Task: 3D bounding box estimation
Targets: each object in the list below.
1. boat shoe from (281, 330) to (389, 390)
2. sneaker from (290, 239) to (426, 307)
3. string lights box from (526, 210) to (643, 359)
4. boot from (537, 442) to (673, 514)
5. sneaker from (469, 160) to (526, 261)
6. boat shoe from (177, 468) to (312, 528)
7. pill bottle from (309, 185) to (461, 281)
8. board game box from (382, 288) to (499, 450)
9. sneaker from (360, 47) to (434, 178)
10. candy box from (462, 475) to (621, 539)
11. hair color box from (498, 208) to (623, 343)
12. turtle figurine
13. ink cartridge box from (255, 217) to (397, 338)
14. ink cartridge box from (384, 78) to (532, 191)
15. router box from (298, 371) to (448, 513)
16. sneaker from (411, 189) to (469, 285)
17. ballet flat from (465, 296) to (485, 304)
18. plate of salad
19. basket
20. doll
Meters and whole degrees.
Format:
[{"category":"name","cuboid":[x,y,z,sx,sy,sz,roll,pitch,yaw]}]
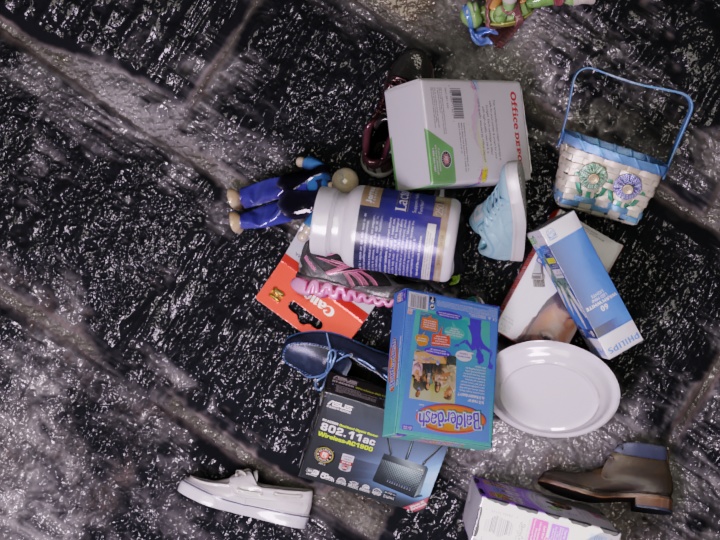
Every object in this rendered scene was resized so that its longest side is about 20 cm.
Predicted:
[{"category":"boat shoe","cuboid":[-0.020,0.139,1.658,0.197,0.069,0.085,10,120,3]},{"category":"sneaker","cuboid":[0.000,0.000,1.632,0.197,0.079,0.097,9,90,7]},{"category":"string lights box","cuboid":[0.312,0.020,1.586,0.059,0.103,0.202,-28,89,-2]},{"category":"boot","cuboid":[0.362,0.294,1.669,0.197,0.075,0.098,11,72,1]},{"category":"sneaker","cuboid":[0.195,-0.077,1.616,0.081,0.201,0.075,-1,51,6]},{"category":"boat shoe","cuboid":[-0.167,0.325,1.671,0.198,0.072,0.066,15,85,1]},{"category":"pill bottle","cuboid":[0.035,-0.055,1.567,0.197,0.116,0.117,9,89,4]},{"category":"board game box","cuboid":[0.113,0.138,1.570,0.150,0.045,0.203,12,73,-21]},{"category":"sneaker","cuboid":[0.054,-0.235,1.650,0.075,0.116,0.202,19,90,7]},{"category":"candy box","cuboid":[0.252,0.362,1.611,0.198,0.168,0.072,14,90,2]},{"category":"hair color box","cuboid":[0.286,0.024,1.669,0.110,0.064,0.201,29,91,0]},{"category":"turtle figurine","cuboid":[0.234,-0.433,1.639,0.191,0.144,0.203,-10,92,-3]},{"category":"ink cartridge box","cuboid":[-0.039,0.003,1.684,0.159,0.047,0.201,35,88,1]},{"category":"ink cartridge box","cuboid":[0.141,-0.192,1.616,0.198,0.084,0.147,-6,89,-38]},{"category":"router box","cuboid":[0.024,0.248,1.635,0.198,0.062,0.151,16,114,-2]},{"category":"sneaker","cuboid":[0.119,-0.078,1.682,0.082,0.071,0.203,12,73,-41]},{"category":"ballet flat","cuboid":[0.137,0.134,1.677,0.064,0.076,0.201,29,95,-29]},{"category":"plate of salad","cuboid":[0.273,0.166,1.634,0.198,0.048,0.202,9,133,10]},{"category":"basket","cuboid":[0.369,-0.176,1.631,0.174,0.139,0.202,14,99,3]},{"category":"doll","cuboid":[-0.095,-0.105,1.657,0.198,0.048,0.138,-15,64,15]}]
